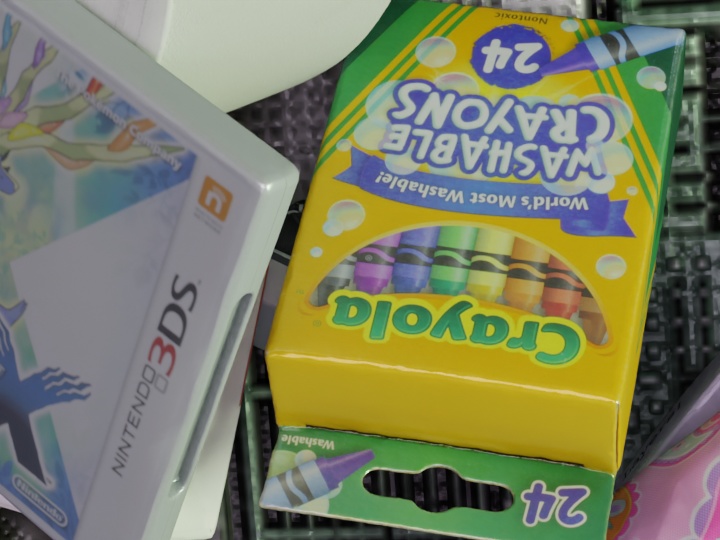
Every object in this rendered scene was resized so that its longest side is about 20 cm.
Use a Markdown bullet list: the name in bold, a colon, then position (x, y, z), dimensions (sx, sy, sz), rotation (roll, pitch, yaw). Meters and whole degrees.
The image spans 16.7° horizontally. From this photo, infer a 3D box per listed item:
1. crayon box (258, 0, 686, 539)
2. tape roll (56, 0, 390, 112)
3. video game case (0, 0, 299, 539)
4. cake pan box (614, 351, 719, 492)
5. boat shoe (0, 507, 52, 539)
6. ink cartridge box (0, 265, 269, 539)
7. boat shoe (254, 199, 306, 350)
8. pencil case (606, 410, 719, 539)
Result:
- **crayon box**: position (0.042, -0.004, 0.878), dimensions (0.125, 0.201, 0.052), rotation (7, 146, 10)
- **tape roll**: position (-0.097, -0.144, 0.862), dimensions (0.202, 0.139, 0.204), rotation (16, 117, 35)
- **video game case**: position (-0.123, -0.014, 0.828), dimensions (0.200, 0.022, 0.183), rotation (37, 127, 21)
- **cake pan box**: position (0.187, 0.117, 0.939), dimensions (0.184, 0.052, 0.200), rotation (39, 106, 5)
- **boat shoe**: position (-0.145, 0.097, 0.996), dimensions (0.202, 0.060, 0.072), rotation (43, 106, 1)
- **ink cartridge box**: position (-0.143, 0.022, 0.925), dimensions (0.199, 0.067, 0.117), rotation (14, 92, 24)
- **boat shoe**: position (0.000, 0.000, 0.949), dimensions (0.199, 0.072, 0.068), rotation (17, 70, 22)
- **pencil case**: position (0.169, 0.074, 0.869), dimensions (0.200, 0.087, 0.088), rotation (-40, 91, 16)
